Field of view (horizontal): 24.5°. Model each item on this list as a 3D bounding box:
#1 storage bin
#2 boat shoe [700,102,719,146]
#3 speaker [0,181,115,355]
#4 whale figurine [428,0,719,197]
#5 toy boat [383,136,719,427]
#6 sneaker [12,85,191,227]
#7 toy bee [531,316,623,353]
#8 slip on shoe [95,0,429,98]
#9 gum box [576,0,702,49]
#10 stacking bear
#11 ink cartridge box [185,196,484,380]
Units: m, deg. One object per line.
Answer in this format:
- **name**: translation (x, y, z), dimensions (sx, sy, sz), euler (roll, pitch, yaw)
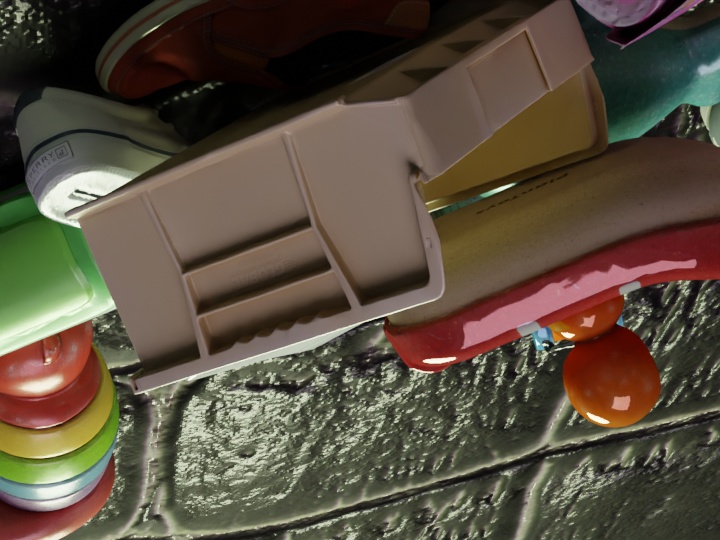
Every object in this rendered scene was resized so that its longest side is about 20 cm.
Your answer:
- **storage bin**: translation (-0.002, -0.044, 0.798), dimensions (0.197, 0.095, 0.200), euler (-18, -169, 35)
- **boat shoe**: translation (0.250, -0.123, 0.980), dimensions (0.072, 0.062, 0.201), euler (-10, 151, -8)
- **speaker**: translation (-0.213, 0.004, 0.972), dimensions (0.198, 0.089, 0.088), euler (-21, 151, 13)
- **whale figurine**: translation (0.126, -0.097, 0.923), dimensions (0.197, 0.105, 0.160), euler (-5, 150, -10)
- **toy boat**: translation (0.116, 0.017, 0.846), dimensions (0.198, 0.132, 0.131), euler (-23, -170, 11)
- **sneaker**: translation (-0.106, -0.054, 0.901), dimensions (0.073, 0.071, 0.199), euler (-33, 152, 20)
- **toy bee**: translation (0.143, -0.007, 1.122), dimensions (0.129, 0.110, 0.200), euler (-14, 178, -17)
- **slip on shoe**: translation (-0.051, -0.116, 0.822), dimensions (0.198, 0.062, 0.074), euler (-15, 180, 30)
- **gum box**: translation (0.187, -0.192, 0.773), dimensions (0.200, 0.066, 0.113), euler (-39, 177, 38)
- **stacking bear**: translation (-0.215, 0.082, 1.095), dimensions (0.112, 0.122, 0.201), euler (-5, 143, -12)
- **ink cartridge box**: translation (0.000, 0.000, 1.033), dimensions (0.199, 0.044, 0.173), euler (-29, 173, 24)
